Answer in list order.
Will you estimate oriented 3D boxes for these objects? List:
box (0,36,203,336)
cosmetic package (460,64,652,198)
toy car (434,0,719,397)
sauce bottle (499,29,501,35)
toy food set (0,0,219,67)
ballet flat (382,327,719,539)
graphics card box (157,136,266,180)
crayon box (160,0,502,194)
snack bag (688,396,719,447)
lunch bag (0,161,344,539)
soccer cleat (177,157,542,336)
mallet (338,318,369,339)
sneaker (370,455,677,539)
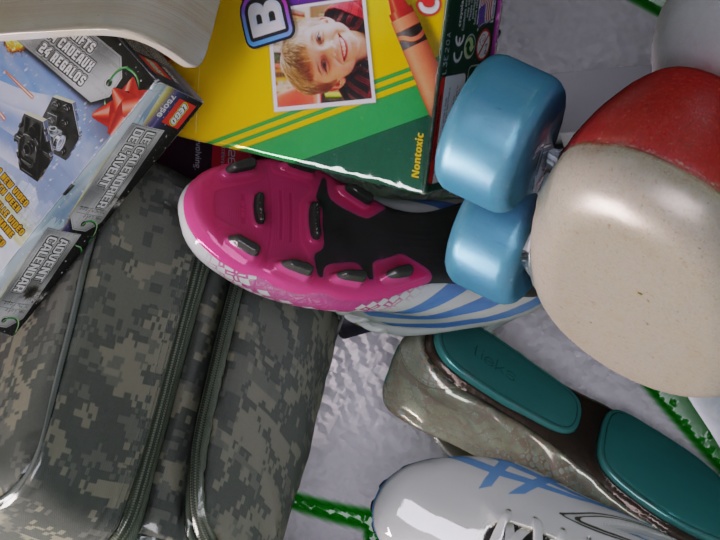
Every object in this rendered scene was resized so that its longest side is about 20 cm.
[{"bbox_3d":[-0.174,-0.088,1.206,0.137,0.040,0.200,-49,58,12],"label":"box"},{"bbox_3d":[0.144,-0.050,1.259,0.199,0.051,0.083,-4,133,25],"label":"cosmetic package"},{"bbox_3d":[0.158,-0.062,1.145,0.183,0.177,0.201,26,70,16],"label":"toy car"},{"bbox_3d":[-0.022,-0.160,1.304,0.200,0.066,0.066,39,92,1],"label":"sauce bottle"},{"bbox_3d":[-0.140,-0.145,1.152,0.199,0.060,0.144,-1,63,28],"label":"toy food set"},{"bbox_3d":[0.100,0.092,1.319,0.199,0.068,0.062,34,127,-3],"label":"ballet flat"},{"bbox_3d":[-0.133,-0.113,1.286,0.199,0.051,0.126,9,105,14],"label":"graphics card box"},{"bbox_3d":[-0.023,-0.150,1.171,0.172,0.058,0.202,14,105,27],"label":"crayon box"},{"bbox_3d":[0.252,0.044,1.267,0.188,0.021,0.200,-33,135,2],"label":"snack bag"},{"bbox_3d":[-0.096,0.059,1.249,0.167,0.139,0.201,29,58,-29],"label":"lunch bag"},{"bbox_3d":[0.000,0.000,1.233,0.199,0.086,0.070,7,60,-28],"label":"soccer cleat"},{"bbox_3d":[0.089,0.018,1.326,0.199,0.041,0.066,-16,93,6],"label":"mallet"},{"bbox_3d":[0.100,0.139,1.254,0.199,0.072,0.072,23,84,-2],"label":"sneaker"}]
